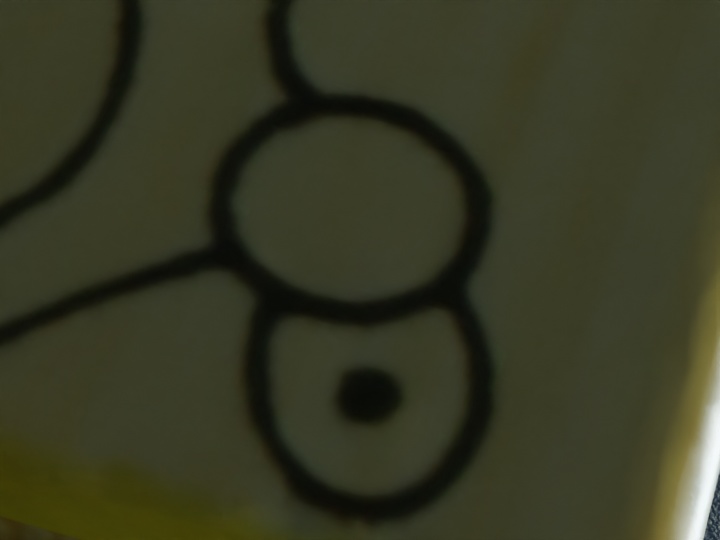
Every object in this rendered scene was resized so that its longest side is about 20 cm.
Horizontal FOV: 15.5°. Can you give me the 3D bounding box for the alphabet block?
[{"bbox_3d":[-0.014,0.022,0.599,0.197,0.194,0.201,93,15,-53],"label":"alphabet block"}]
